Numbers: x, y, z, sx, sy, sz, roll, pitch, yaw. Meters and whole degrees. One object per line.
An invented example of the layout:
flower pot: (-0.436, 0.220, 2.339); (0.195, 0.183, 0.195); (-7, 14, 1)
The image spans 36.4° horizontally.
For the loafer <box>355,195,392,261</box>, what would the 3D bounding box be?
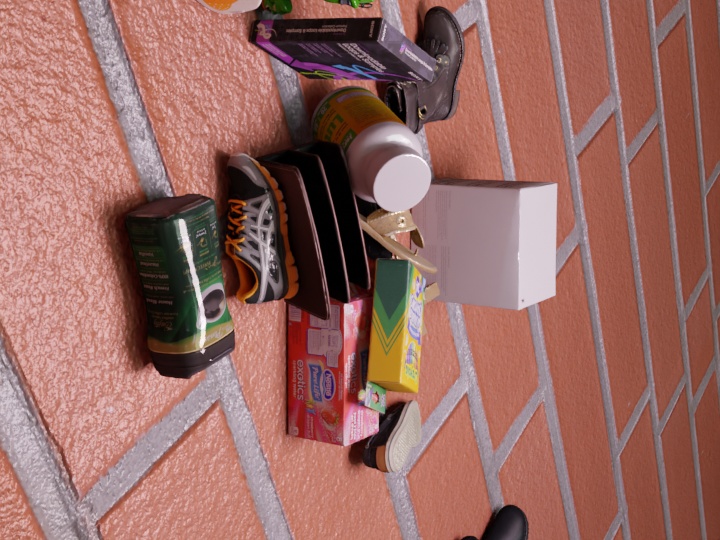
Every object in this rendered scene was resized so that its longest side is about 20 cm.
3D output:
loafer: (0.022, -0.113, 1.605); (0.068, 0.070, 0.203); (-24, 115, -70)

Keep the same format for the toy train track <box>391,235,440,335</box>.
toy train track: (0.060, 0.015, 1.723); (0.114, 0.032, 0.201); (-31, 115, -25)

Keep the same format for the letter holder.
letter holder: (-0.048, -0.054, 1.409); (0.100, 0.142, 0.202); (-19, 108, -23)

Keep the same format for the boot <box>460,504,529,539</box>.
boot: (0.239, 0.517, 2.032); (0.168, 0.076, 0.202); (46, 63, -54)

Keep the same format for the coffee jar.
coffee jar: (-0.205, 0.019, 1.266); (0.104, 0.085, 0.202); (-31, 119, -55)

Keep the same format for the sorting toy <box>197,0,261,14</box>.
sorting toy: (-0.126, -0.400, 1.243); (0.107, 0.179, 0.202); (-17, 108, -55)

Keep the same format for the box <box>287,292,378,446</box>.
box: (-0.037, 0.133, 1.531); (0.095, 0.099, 0.202); (-10, 102, -56)

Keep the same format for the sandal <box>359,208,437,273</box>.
sandal: (0.036, -0.073, 1.539); (0.211, 0.078, 0.070); (29, 100, -13)

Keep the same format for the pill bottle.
pill bottle: (0.016, -0.160, 1.461); (0.110, 0.200, 0.112); (-12, 125, -18)

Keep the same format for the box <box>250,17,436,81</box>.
box: (-0.021, -0.281, 1.403); (0.143, 0.199, 0.036); (21, 78, -56)

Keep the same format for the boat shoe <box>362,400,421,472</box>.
boat shoe: (0.053, 0.258, 1.726); (0.200, 0.062, 0.075); (-43, 126, -65)

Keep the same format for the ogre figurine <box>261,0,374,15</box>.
ogre figurine: (-0.074, -0.375, 1.383); (0.199, 0.119, 0.099); (-27, 121, -51)

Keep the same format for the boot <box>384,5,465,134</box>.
boot: (0.094, -0.301, 1.700); (0.174, 0.069, 0.202); (-29, 120, -53)

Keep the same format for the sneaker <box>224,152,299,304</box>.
sneaker: (-0.136, -0.049, 1.380); (0.077, 0.078, 0.202); (-22, 106, -28)

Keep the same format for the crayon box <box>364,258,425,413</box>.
crayon box: (0.051, 0.095, 1.526); (0.126, 0.051, 0.202); (42, 52, -72)

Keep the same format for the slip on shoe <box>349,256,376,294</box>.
slip on shoe: (0.000, 0.000, 1.580); (0.201, 0.061, 0.074); (62, 4, -41)

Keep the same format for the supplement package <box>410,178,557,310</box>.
supplement package: (0.201, -0.049, 1.781); (0.147, 0.199, 0.193); (-13, 106, -55)
